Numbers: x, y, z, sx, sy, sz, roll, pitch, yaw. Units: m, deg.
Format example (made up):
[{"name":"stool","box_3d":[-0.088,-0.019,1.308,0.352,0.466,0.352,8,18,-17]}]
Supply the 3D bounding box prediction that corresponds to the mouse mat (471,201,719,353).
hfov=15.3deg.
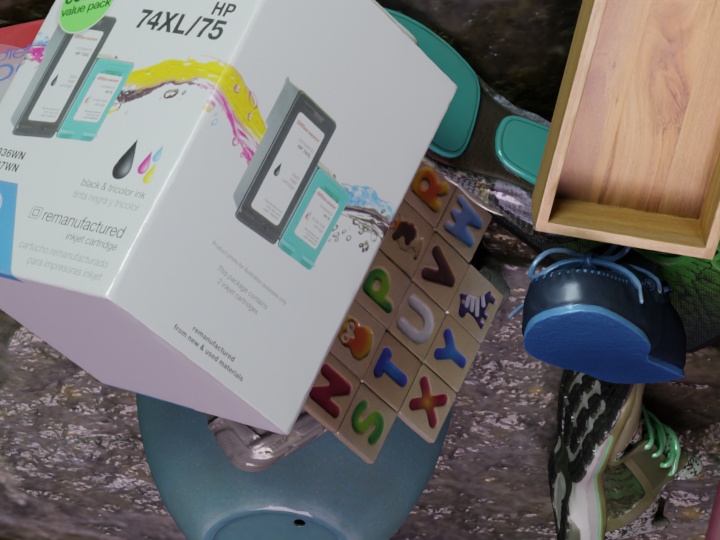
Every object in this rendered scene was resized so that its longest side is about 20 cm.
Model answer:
[{"name":"mouse mat","box_3d":[0.182,-0.027,1.532,0.161,0.008,0.200,-30,128,35]}]

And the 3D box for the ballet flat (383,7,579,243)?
[{"name":"ballet flat","box_3d":[0.053,-0.071,1.446,0.200,0.072,0.072,31,134,-23]}]

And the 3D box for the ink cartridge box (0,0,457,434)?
[{"name":"ink cartridge box","box_3d":[-0.080,-0.051,1.305,0.146,0.201,0.146,11,159,44]}]

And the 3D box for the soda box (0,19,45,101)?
[{"name":"soda box","box_3d":[-0.184,-0.088,1.446,0.199,0.070,0.064,-11,137,18]}]

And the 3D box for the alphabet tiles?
[{"name":"alphabet tiles","box_3d":[0.000,0.000,1.464,0.006,0.167,0.200,1,146,48]}]

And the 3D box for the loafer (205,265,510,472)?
[{"name":"loafer","box_3d":[-0.002,0.042,1.535,0.200,0.070,0.070,-29,175,-25]}]

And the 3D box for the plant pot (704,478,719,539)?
[{"name":"plant pot","box_3d":[0.290,0.177,1.631,0.199,0.180,0.200,3,140,3]}]

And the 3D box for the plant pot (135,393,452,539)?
[{"name":"plant pot","box_3d":[-0.045,0.115,1.626,0.199,0.135,0.201,3,140,3]}]

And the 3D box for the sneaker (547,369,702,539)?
[{"name":"sneaker","box_3d":[0.169,0.108,1.659,0.088,0.077,0.200,-5,146,-8]}]

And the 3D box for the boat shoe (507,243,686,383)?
[{"name":"boat shoe","box_3d":[0.129,0.018,1.483,0.084,0.069,0.200,-3,168,14]}]

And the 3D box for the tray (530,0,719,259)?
[{"name":"tray","box_3d":[0.157,-0.105,1.370,0.098,0.037,0.201,9,123,-6]}]
